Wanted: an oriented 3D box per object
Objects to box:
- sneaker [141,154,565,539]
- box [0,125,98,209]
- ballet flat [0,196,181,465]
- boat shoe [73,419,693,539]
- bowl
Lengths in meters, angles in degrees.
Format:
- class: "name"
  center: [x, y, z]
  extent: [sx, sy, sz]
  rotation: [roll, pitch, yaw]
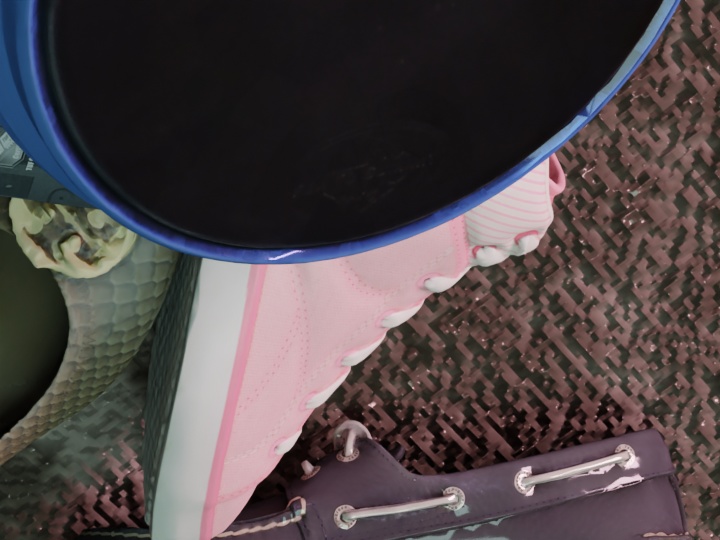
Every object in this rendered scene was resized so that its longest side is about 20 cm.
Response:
- class: "sneaker"
  center: [0.000, 0.000, 0.852]
  extent: [0.104, 0.075, 0.201]
  rotation: [9, 118, -12]
- class: "box"
  center: [-0.109, -0.116, 0.707]
  extent: [0.157, 0.051, 0.200]
  rotation: [7, 123, -21]
- class: "ballet flat"
  center: [-0.123, 0.033, 0.855]
  extent: [0.200, 0.046, 0.067]
  rotation: [-44, 80, 22]
- class: "boat shoe"
  center: [0.005, 0.079, 0.933]
  extent: [0.199, 0.073, 0.063]
  rotation: [0, 81, -6]
- class: "bowl"
  center: [0.000, -0.086, 0.713]
  extent: [0.200, 0.039, 0.201]
  rotation: [-18, 134, -20]
